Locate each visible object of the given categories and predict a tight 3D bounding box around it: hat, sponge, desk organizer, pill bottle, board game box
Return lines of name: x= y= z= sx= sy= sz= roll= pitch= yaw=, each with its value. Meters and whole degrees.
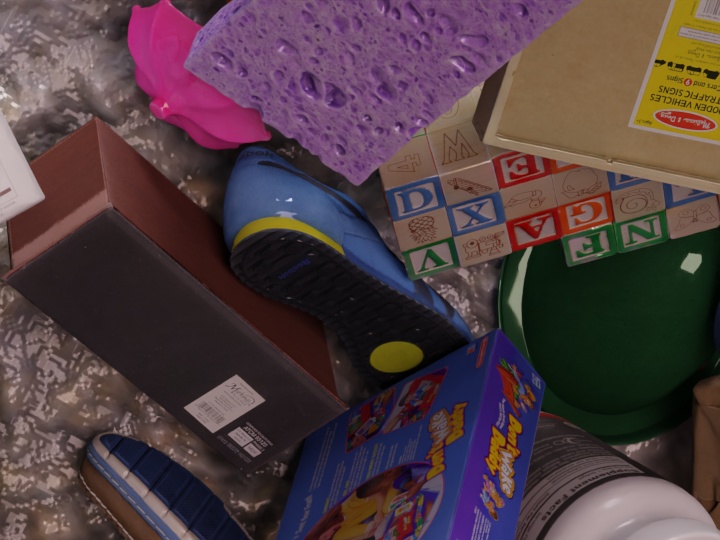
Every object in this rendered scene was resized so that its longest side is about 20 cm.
hat: x=0.188 y=0.010 z=1.594 sx=0.166 sy=0.176 sz=0.200 roll=4 pitch=94 yaw=-26
sponge: x=0.013 y=-0.124 z=1.394 sx=0.112 sy=0.200 sz=0.030 roll=35 pitch=48 yaw=-16
desk organizer: x=-0.098 y=0.014 z=1.525 sx=0.072 sy=0.077 sz=0.200 roll=-33 pitch=129 yaw=18
pill bottle: x=0.125 y=0.156 z=1.567 sx=0.116 sy=0.200 sz=0.116 roll=-7 pitch=107 yaw=-24
board game box: x=0.019 y=0.129 z=1.504 sx=0.134 sy=0.200 sz=0.045 roll=-30 pitch=113 yaw=27

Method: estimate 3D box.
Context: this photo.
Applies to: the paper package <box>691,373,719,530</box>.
paper package: x=0.321 y=0.098 z=1.640 sx=0.200 sy=0.191 sz=0.104 roll=-13 pitch=102 yaw=-39

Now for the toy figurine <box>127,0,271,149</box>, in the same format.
toy figurine: x=-0.042 y=-0.150 z=1.526 sx=0.200 sy=0.150 sz=0.184 roll=14 pitch=105 yaw=-48

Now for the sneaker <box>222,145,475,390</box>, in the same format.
sneaker: x=0.000 y=0.000 z=1.573 sx=0.066 sy=0.078 sz=0.200 roll=-29 pitch=134 yaw=25

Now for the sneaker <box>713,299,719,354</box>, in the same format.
sneaker: x=0.255 y=0.002 z=1.540 sx=0.070 sy=0.078 sz=0.200 roll=3 pitch=134 yaw=-27

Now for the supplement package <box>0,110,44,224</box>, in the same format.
supplement package: x=-0.258 y=-0.101 z=1.424 sx=0.114 sy=0.110 sz=0.200 roll=-30 pitch=107 yaw=-17

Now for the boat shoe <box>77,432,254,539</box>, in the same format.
boat shoe: x=-0.085 y=0.174 z=1.541 sx=0.200 sy=0.072 sz=0.072 roll=46 pitch=105 yaw=3

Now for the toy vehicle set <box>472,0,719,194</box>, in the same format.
toy vehicle set: x=0.168 y=-0.103 z=1.441 sx=0.200 sy=0.027 sz=0.124 roll=11 pitch=115 yaw=-15

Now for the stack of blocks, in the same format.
stack of blocks: x=0.110 y=-0.059 z=1.531 sx=0.200 sy=0.059 sz=0.115 roll=-16 pitch=144 yaw=0
